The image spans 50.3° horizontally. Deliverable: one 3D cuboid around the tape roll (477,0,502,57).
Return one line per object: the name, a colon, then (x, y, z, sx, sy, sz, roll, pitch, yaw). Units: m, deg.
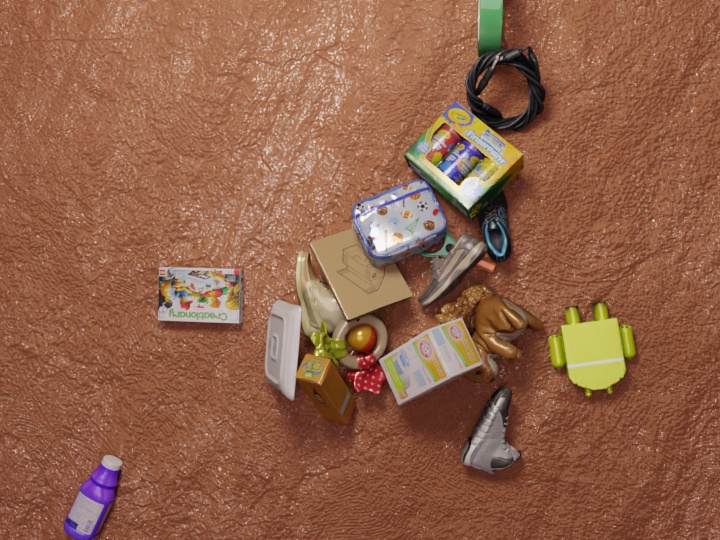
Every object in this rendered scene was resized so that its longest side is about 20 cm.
tape roll: (0.272, -0.554, 1.614, 0.048, 0.200, 0.202, 1, 90, 7)

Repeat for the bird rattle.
bird rattle: (-0.005, 0.173, 1.679, 0.200, 0.113, 0.163, 33, 93, -17)

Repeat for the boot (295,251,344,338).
boot: (-0.064, 0.048, 1.726, 0.155, 0.073, 0.201, -6, 96, 9)

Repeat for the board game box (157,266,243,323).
board game box: (-0.373, 0.057, 1.792, 0.199, 0.035, 0.127, 1, 91, 8)

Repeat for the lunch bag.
lunch bag: (0.079, -0.107, 1.682, 0.199, 0.076, 0.161, -21, 71, -6)

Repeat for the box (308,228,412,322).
box: (0.000, 0.000, 1.683, 0.163, 0.021, 0.201, -19, 68, -21)

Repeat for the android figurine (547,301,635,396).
android figurine: (0.504, 0.172, 1.664, 0.181, 0.041, 0.201, -11, 88, 8)

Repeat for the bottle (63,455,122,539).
bottle: (-0.627, 0.536, 1.814, 0.083, 0.065, 0.201, 26, 94, 7)

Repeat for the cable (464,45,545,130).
cable: (0.309, -0.374, 1.633, 0.162, 0.051, 0.201, -20, 131, 2)

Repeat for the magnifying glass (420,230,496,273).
magnifying glass: (0.208, -0.046, 1.718, 0.199, 0.022, 0.080, 25, 94, 9)

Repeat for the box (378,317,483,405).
box: (0.147, 0.193, 1.621, 0.200, 0.101, 0.113, -39, 71, 51)

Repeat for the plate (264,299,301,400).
plate: (-0.176, 0.170, 1.687, 0.032, 0.200, 0.201, 4, 91, -20)

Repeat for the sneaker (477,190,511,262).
sneaker: (0.291, -0.119, 1.673, 0.073, 0.082, 0.201, -16, 87, 10)

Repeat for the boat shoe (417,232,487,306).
boat shoe: (0.192, -0.004, 1.688, 0.200, 0.074, 0.073, -47, 73, 19)

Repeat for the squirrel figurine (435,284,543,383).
squirrel figurine: (0.262, 0.140, 1.670, 0.200, 0.141, 0.187, 38, 106, 20)

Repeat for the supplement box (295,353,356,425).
supplement box: (-0.072, 0.261, 1.664, 0.066, 0.200, 0.069, 11, 60, 25)

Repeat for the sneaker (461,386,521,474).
sneaker: (0.312, 0.358, 1.683, 0.115, 0.075, 0.201, 27, 104, 2)

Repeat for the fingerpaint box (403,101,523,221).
fingerpaint box: (0.223, -0.238, 1.653, 0.167, 0.073, 0.200, -45, 69, -2)
